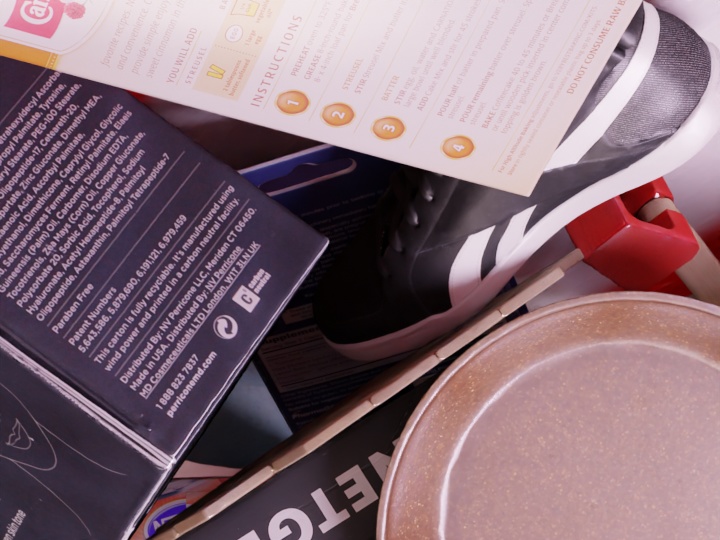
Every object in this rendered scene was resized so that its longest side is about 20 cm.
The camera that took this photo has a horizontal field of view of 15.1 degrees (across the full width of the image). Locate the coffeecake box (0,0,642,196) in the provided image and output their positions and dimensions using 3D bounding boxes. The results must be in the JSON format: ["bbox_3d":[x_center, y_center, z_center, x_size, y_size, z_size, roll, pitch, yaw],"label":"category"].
[{"bbox_3d":[-0.009,-0.122,0.863,0.199,0.073,0.154,14,133,-16],"label":"coffeecake box"}]

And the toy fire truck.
[{"bbox_3d":[0.123,0.038,1.182,0.141,0.049,0.199,-44,135,20],"label":"toy fire truck"}]

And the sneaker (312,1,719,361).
[{"bbox_3d":[0.032,-0.052,1.030,0.200,0.073,0.112,-36,127,25],"label":"sneaker"}]

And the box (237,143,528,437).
[{"bbox_3d":[0.000,0.000,1.159,0.120,0.033,0.200,-16,143,8],"label":"box"}]

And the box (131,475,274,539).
[{"bbox_3d":[-0.049,0.155,1.389,0.094,0.103,0.200,-3,174,16],"label":"box"}]

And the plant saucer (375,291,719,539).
[{"bbox_3d":[0.105,0.104,1.086,0.199,0.202,0.037,6,-168,-1],"label":"plant saucer"}]

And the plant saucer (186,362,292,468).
[{"bbox_3d":[-0.059,0.041,1.300,0.199,0.039,0.201,4,153,2],"label":"plant saucer"}]

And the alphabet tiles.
[{"bbox_3d":[-0.003,0.054,1.078,0.006,0.200,0.166,56,152,1],"label":"alphabet tiles"}]

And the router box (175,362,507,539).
[{"bbox_3d":[-0.035,0.126,1.164,0.199,0.051,0.149,-32,169,-11],"label":"router box"}]

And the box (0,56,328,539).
[{"bbox_3d":[-0.144,0.011,1.081,0.196,0.124,0.200,35,151,-1],"label":"box"}]
